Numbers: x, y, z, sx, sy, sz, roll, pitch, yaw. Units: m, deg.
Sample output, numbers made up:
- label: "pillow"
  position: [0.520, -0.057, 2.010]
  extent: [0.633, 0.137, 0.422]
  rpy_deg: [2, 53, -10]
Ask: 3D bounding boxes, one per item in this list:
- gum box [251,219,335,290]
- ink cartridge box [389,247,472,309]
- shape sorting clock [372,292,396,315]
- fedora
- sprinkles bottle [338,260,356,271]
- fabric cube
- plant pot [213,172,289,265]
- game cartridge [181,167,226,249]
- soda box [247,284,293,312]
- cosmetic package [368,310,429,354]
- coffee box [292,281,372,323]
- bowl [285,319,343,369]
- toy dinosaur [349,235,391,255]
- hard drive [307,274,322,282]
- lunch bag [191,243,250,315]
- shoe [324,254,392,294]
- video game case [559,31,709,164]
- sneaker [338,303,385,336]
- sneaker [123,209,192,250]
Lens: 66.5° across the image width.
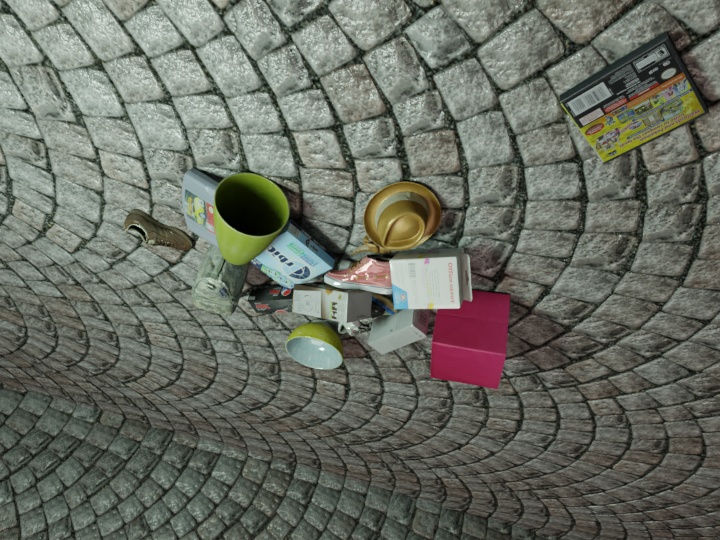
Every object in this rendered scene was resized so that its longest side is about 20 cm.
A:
- label: "gum box"
  position: [-0.194, -0.037, 1.504]
  extent: [0.198, 0.045, 0.169]
  rpy_deg: [-23, 129, 40]
- label: "ink cartridge box"
  position: [0.188, 0.019, 1.400]
  extent: [0.195, 0.125, 0.132]
  rpy_deg: [-1, 103, 20]
- label: "shape sorting clock"
  position: [0.015, 0.089, 1.627]
  extent: [0.195, 0.040, 0.201]
  rpy_deg: [12, 159, 4]
- label: "fedora"
  position: [0.099, -0.110, 1.311]
  extent: [0.195, 0.083, 0.204]
  rpy_deg: [2, 128, 2]
- label: "sprinkles bottle"
  position: [0.037, 0.021, 1.539]
  extent: [0.195, 0.069, 0.069]
  rpy_deg: [11, 143, 6]
- label: "fabric cube"
  position: [0.308, 0.187, 1.551]
  extent: [0.194, 0.203, 0.198]
  rpy_deg: [7, 143, 13]
- label: "plant pot"
  position: [-0.293, -0.108, 1.390]
  extent: [0.184, 0.190, 0.201]
  rpy_deg: [22, 142, -11]
- label: "game cartridge"
  position: [-0.411, -0.162, 1.443]
  extent: [0.132, 0.041, 0.203]
  rpy_deg: [33, 137, 19]
- label: "soda box"
  position: [-0.250, 0.088, 1.723]
  extent: [0.195, 0.064, 0.071]
  rpy_deg: [-3, 140, 22]
- label: "cosmetic package"
  position: [0.116, 0.173, 1.678]
  extent: [0.074, 0.103, 0.198]
  rpy_deg: [36, 136, -26]
- label: "coffee box"
  position: [-0.079, 0.084, 1.503]
  extent: [0.196, 0.082, 0.113]
  rpy_deg: [7, -174, 36]
- label: "bowl"
  position: [-0.143, 0.231, 1.829]
  extent: [0.195, 0.109, 0.202]
  rpy_deg: [9, 142, 7]
- label: "toy dinosaur"
  position: [0.037, -0.064, 1.441]
  extent: [0.195, 0.061, 0.107]
  rpy_deg: [-4, 140, 23]
- label: "hard drive"
  position: [-0.189, -0.042, 1.563]
  extent: [0.198, 0.038, 0.139]
  rpy_deg: [34, 138, -22]
- label: "lunch bag"
  position: [-0.392, 0.004, 1.554]
  extent: [0.136, 0.203, 0.169]
  rpy_deg: [15, 144, -4]
- label: "shoe"
  position: [0.000, 0.000, 1.460]
  extent: [0.195, 0.071, 0.093]
  rpy_deg: [8, 106, 13]
- label: "video game case"
  position: [0.500, -0.307, 1.012]
  extent: [0.198, 0.026, 0.180]
  rpy_deg: [-26, 126, 39]
- label: "sneaker"
  position: [0.001, 0.148, 1.609]
  extent: [0.073, 0.090, 0.199]
  rpy_deg: [26, 155, -27]
- label: "sneaker"
  position: [-0.591, -0.096, 1.597]
  extent: [0.197, 0.077, 0.070]
  rpy_deg: [28, 141, -16]
